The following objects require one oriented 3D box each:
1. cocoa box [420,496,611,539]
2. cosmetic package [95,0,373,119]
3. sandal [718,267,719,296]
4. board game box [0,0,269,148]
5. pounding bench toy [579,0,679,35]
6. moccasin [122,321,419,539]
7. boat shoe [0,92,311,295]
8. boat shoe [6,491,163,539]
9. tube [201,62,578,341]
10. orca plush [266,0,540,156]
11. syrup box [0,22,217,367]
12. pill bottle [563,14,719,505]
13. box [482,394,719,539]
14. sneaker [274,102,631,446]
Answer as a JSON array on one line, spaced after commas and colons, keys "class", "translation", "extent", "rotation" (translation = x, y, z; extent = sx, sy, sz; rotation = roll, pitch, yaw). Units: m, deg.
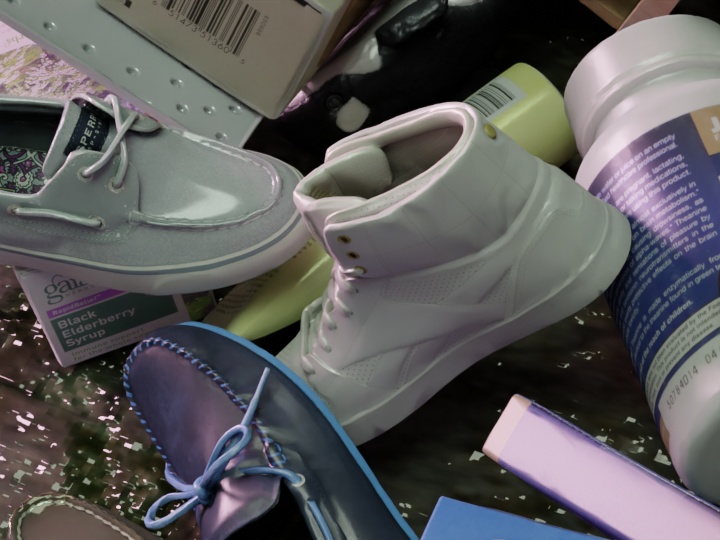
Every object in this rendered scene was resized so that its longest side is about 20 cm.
[{"class": "cocoa box", "translation": [0.077, 0.197, 1.015], "extent": [0.131, 0.200, 0.134], "rotation": [14, 60, 22]}, {"class": "cosmetic package", "translation": [-0.028, -0.167, 1.312], "extent": [0.105, 0.071, 0.200], "rotation": [33, 41, 0]}, {"class": "sandal", "translation": [0.221, 0.035, 1.059], "extent": [0.080, 0.054, 0.200], "rotation": [-36, 57, -20]}, {"class": "board game box", "translation": [-0.112, -0.150, 1.316], "extent": [0.200, 0.026, 0.200], "rotation": [32, 40, -1]}, {"class": "pounding bench toy", "translation": [0.127, -0.227, 1.282], "extent": [0.156, 0.124, 0.200], "rotation": [38, 59, 1]}, {"class": "moccasin", "translation": [-0.034, 0.097, 1.159], "extent": [0.200, 0.081, 0.068], "rotation": [43, 40, 24]}, {"class": "boat shoe", "translation": [-0.120, -0.039, 1.204], "extent": [0.200, 0.072, 0.070], "rotation": [5, 56, 10]}, {"class": "boat shoe", "translation": [-0.083, 0.153, 1.167], "extent": [0.072, 0.060, 0.202], "rotation": [-38, 56, -14]}, {"class": "tube", "translation": [0.008, -0.019, 1.275], "extent": [0.200, 0.058, 0.052], "rotation": [-34, 57, -14]}, {"class": "orca plush", "translation": [0.050, -0.108, 1.339], "extent": [0.200, 0.071, 0.105], "rotation": [-43, 12, -29]}, {"class": "syrup box", "translation": [-0.134, -0.062, 1.317], "extent": [0.078, 0.082, 0.200], "rotation": [-19, 56, -2]}, {"class": "pill bottle", "translation": [0.155, -0.009, 1.197], "extent": [0.111, 0.111, 0.200], "rotation": [-18, 54, -1]}, {"class": "box", "translation": [0.145, 0.114, 1.066], "extent": [0.200, 0.121, 0.032], "rotation": [27, 84, 53]}, {"class": "sneaker", "translation": [0.000, 0.000, 1.180], "extent": [0.200, 0.115, 0.074], "rotation": [-34, 36, 28]}]
